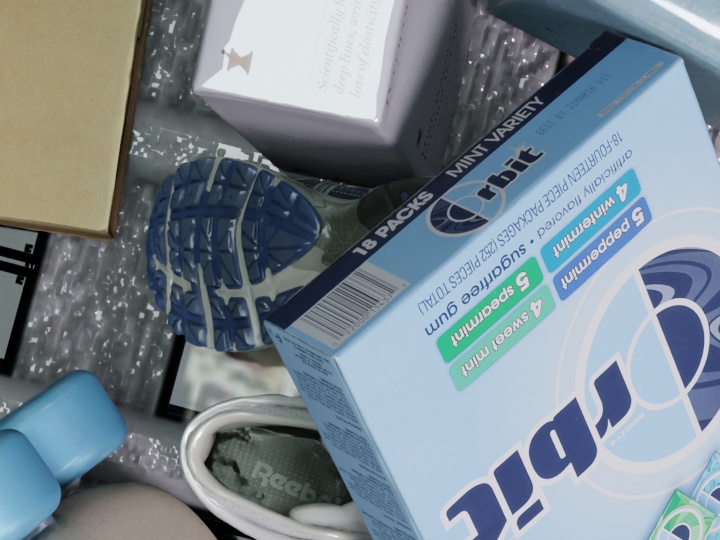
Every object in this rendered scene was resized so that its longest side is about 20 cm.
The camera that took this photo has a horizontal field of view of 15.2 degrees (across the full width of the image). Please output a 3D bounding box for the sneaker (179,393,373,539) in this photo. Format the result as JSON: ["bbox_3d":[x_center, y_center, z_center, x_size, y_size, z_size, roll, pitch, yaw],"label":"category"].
[{"bbox_3d":[0.023,0.101,1.044,0.199,0.116,0.074,17,85,5],"label":"sneaker"}]

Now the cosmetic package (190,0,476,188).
[{"bbox_3d":[-0.004,-0.092,1.019,0.074,0.200,0.102,11,87,7],"label":"cosmetic package"}]

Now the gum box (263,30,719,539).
[{"bbox_3d":[0.074,0.045,0.973,0.170,0.200,0.044,-40,39,-20],"label":"gum box"}]

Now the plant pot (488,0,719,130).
[{"bbox_3d":[0.191,-0.134,1.015,0.200,0.196,0.196,32,89,-5],"label":"plant pot"}]

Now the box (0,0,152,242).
[{"bbox_3d":[-0.188,-0.106,1.130,0.199,0.021,0.164,8,86,6],"label":"box"}]

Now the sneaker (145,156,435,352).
[{"bbox_3d":[0.000,0.000,1.062,0.200,0.085,0.077,8,90,40],"label":"sneaker"}]

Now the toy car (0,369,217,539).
[{"bbox_3d":[-0.145,0.175,1.038,0.200,0.177,0.185,-34,94,15],"label":"toy car"}]
